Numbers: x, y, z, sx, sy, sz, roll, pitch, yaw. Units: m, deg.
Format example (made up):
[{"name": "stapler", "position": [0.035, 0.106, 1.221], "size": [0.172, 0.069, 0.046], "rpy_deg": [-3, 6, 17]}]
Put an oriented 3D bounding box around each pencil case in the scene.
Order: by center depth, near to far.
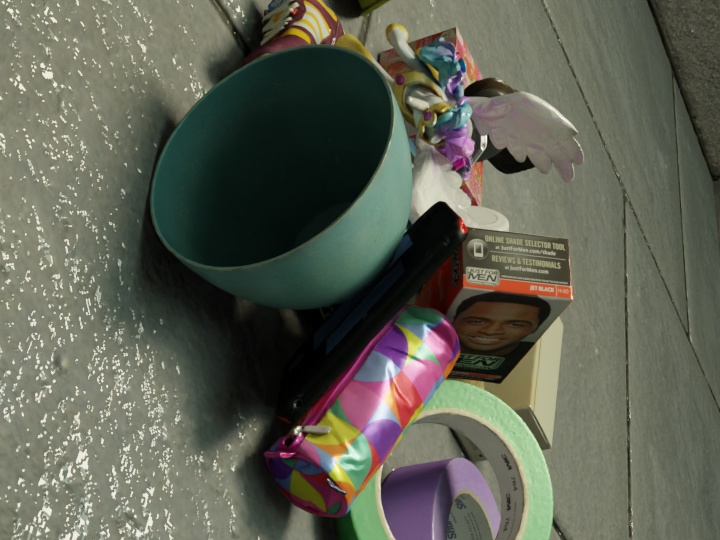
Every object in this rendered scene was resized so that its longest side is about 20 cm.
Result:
[{"name": "pencil case", "position": [0.004, 0.111, 0.995], "size": [0.200, 0.088, 0.089], "rpy_deg": [-50, 125, -35]}]

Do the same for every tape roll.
[{"name": "tape roll", "position": [0.073, 0.200, 1.068], "size": [0.198, 0.048, 0.203], "rpy_deg": [7, 69, -19]}, {"name": "tape roll", "position": [0.083, 0.287, 1.171], "size": [0.200, 0.065, 0.202], "rpy_deg": [43, 39, -51]}]

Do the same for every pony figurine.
[{"name": "pony figurine", "position": [0.075, -0.127, 1.069], "size": [0.193, 0.166, 0.201], "rpy_deg": [40, 12, -35]}]

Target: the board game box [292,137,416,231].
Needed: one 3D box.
[{"name": "board game box", "position": [-0.009, -0.092, 1.090], "size": [0.152, 0.047, 0.200], "rpy_deg": [55, 29, -3]}]

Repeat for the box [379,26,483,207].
[{"name": "box", "position": [0.076, -0.159, 1.342], "size": [0.095, 0.101, 0.202], "rpy_deg": [54, 31, -43]}]

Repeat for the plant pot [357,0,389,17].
[{"name": "plant pot", "position": [0.037, -0.413, 1.311], "size": [0.194, 0.199, 0.201], "rpy_deg": [58, 28, -10]}]

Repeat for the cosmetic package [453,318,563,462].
[{"name": "cosmetic package", "position": [0.173, 0.119, 1.410], "size": [0.073, 0.102, 0.201], "rpy_deg": [59, 29, -32]}]

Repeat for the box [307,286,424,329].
[{"name": "box", "position": [0.000, 0.000, 1.162], "size": [0.200, 0.047, 0.195], "rpy_deg": [-62, 135, -57]}]

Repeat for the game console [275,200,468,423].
[{"name": "game console", "position": [0.007, 0.027, 0.956], "size": [0.031, 0.200, 0.177], "rpy_deg": [42, 5, -2]}]

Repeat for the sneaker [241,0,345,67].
[{"name": "sneaker", "position": [-0.068, -0.210, 1.102], "size": [0.091, 0.074, 0.200], "rpy_deg": [66, 19, -2]}]

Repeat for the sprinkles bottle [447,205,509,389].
[{"name": "sprinkles bottle", "position": [0.108, 0.037, 1.256], "size": [0.068, 0.067, 0.203], "rpy_deg": [-50, 149, -61]}]

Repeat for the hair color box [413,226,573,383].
[{"name": "hair color box", "position": [0.109, 0.036, 1.088], "size": [0.200, 0.100, 0.062], "rpy_deg": [113, -19, -61]}]

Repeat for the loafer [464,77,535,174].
[{"name": "loafer", "position": [0.146, -0.165, 1.303], "size": [0.200, 0.072, 0.072], "rpy_deg": [40, 37, -67]}]

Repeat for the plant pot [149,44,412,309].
[{"name": "plant pot", "position": [-0.041, -0.049, 0.917], "size": [0.135, 0.198, 0.202], "rpy_deg": [53, 33, -47]}]

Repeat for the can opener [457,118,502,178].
[{"name": "can opener", "position": [0.090, -0.086, 1.225], "size": [0.066, 0.201, 0.054], "rpy_deg": [4, 55, -24]}]
